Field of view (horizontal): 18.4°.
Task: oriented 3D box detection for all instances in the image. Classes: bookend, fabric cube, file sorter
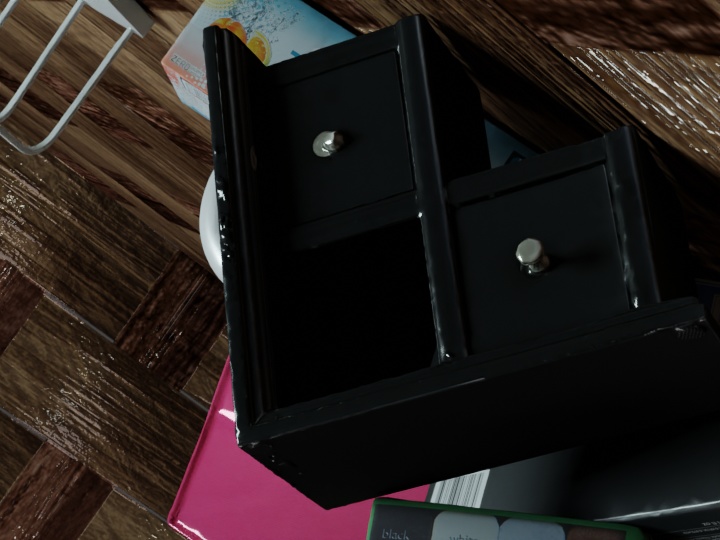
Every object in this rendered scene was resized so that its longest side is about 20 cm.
[{"bbox_3d":[0.047,-0.025,0.935,0.199,0.200,0.092,-15,153,18],"label":"bookend"},{"bbox_3d":[0.014,0.131,1.628,0.196,0.201,0.199,32,-159,25],"label":"fabric cube"},{"bbox_3d":[-0.262,-0.181,1.417,0.199,0.125,0.139,32,174,28],"label":"file sorter"}]

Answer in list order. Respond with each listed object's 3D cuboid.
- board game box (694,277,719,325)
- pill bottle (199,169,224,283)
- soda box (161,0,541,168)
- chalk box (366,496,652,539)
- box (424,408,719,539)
[{"bbox_3d":[0.115,0.062,1.060,0.198,0.044,0.199,10,154,17],"label":"board game box"},{"bbox_3d":[0.000,0.000,1.221,0.109,0.110,0.200,31,173,32],"label":"pill bottle"},{"bbox_3d":[0.002,-0.067,1.087,0.199,0.069,0.064,34,172,12],"label":"soda box"},{"bbox_3d":[0.059,0.181,0.951,0.124,0.125,0.200,5,151,12],"label":"chalk box"},{"bbox_3d":[0.145,0.113,1.003,0.141,0.079,0.199,38,146,-30],"label":"box"}]
